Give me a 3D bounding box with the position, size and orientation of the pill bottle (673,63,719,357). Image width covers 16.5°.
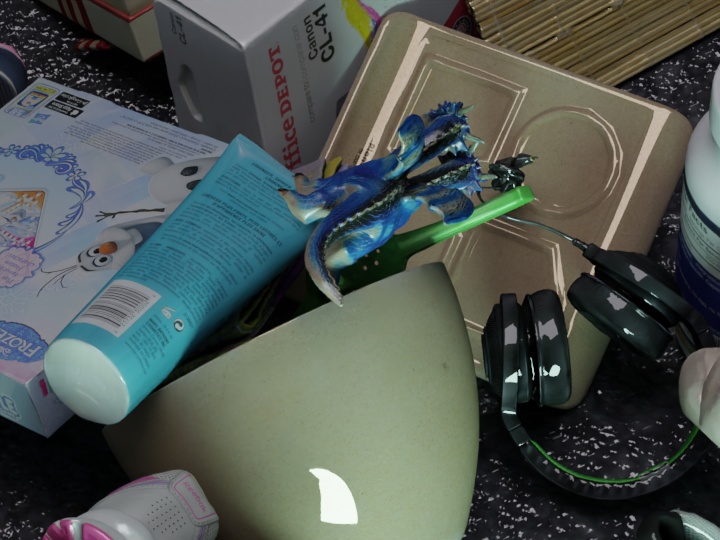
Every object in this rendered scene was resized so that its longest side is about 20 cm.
[{"bbox_3d":[0.232,-0.030,1.357,0.115,0.200,0.116,-1,51,1],"label":"pill bottle"}]

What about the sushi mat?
[{"bbox_3d":[0.162,-0.170,1.556,0.199,0.096,0.012,-29,15,-19],"label":"sushi mat"}]

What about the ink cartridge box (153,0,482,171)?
[{"bbox_3d":[-0.017,-0.153,1.502,0.085,0.148,0.200,32,60,32],"label":"ink cartridge box"}]

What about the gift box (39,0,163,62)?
[{"bbox_3d":[-0.134,-0.256,1.577,0.184,0.187,0.200,-30,36,-17],"label":"gift box"}]

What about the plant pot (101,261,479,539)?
[{"bbox_3d":[-0.016,0.100,1.293,0.200,0.200,0.135,-25,85,-17],"label":"plant pot"}]

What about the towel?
[{"bbox_3d":[-0.090,0.006,1.384,0.143,0.023,0.200,-18,23,28],"label":"towel"}]

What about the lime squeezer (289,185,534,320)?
[{"bbox_3d":[0.000,0.000,1.355,0.038,0.200,0.071,57,37,1],"label":"lime squeezer"}]

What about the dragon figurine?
[{"bbox_3d":[0.017,-0.040,1.243,0.099,0.200,0.059,-28,96,10],"label":"dragon figurine"}]

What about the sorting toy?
[{"bbox_3d":[0.071,-0.036,1.441,0.199,0.036,0.186,22,82,16],"label":"sorting toy"}]

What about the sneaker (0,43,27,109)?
[{"bbox_3d":[-0.303,-0.106,1.547,0.199,0.070,0.082,-2,25,5],"label":"sneaker"}]

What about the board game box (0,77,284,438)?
[{"bbox_3d":[-0.174,-0.013,1.356,0.199,0.044,0.199,21,50,37],"label":"board game box"}]

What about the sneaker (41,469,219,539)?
[{"bbox_3d":[-0.123,0.161,1.237,0.088,0.200,0.082,-31,83,-35],"label":"sneaker"}]

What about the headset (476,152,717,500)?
[{"bbox_3d":[0.120,0.029,1.371,0.123,0.094,0.201,-26,88,-1],"label":"headset"}]

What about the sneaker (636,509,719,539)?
[{"bbox_3d":[0.123,0.157,1.265,0.199,0.116,0.075,4,51,6],"label":"sneaker"}]

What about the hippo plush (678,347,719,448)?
[{"bbox_3d":[0.276,0.068,1.263,0.161,0.159,0.200,-47,61,2],"label":"hippo plush"}]

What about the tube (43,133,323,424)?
[{"bbox_3d":[-0.083,0.000,1.261,0.077,0.050,0.200,37,47,6],"label":"tube"}]
